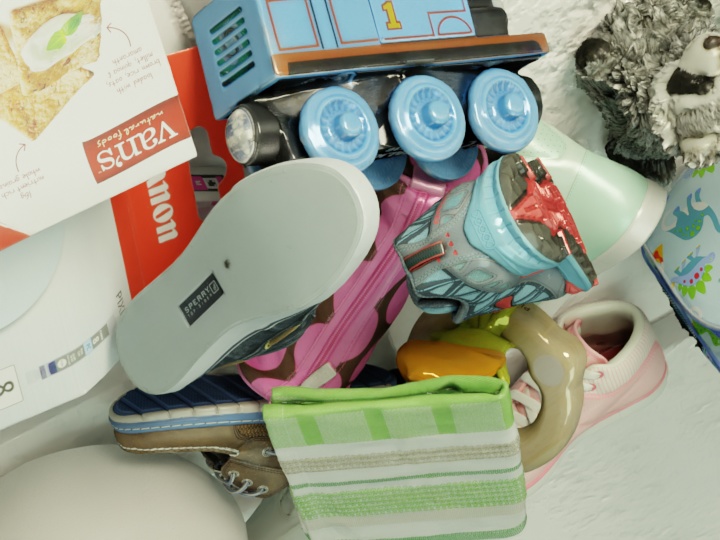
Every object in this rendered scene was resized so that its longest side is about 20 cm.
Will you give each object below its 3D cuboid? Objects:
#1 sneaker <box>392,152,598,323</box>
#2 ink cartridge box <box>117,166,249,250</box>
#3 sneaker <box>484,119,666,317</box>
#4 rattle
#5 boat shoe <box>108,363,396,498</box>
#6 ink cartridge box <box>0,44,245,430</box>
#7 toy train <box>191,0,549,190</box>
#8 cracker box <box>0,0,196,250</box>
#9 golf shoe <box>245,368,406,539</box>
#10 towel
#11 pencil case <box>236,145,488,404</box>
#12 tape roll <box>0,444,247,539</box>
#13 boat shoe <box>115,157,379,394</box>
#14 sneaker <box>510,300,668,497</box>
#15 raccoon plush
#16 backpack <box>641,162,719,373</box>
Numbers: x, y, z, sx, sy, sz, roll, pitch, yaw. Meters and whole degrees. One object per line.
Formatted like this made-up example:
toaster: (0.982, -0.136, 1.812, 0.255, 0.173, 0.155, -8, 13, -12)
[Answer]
sneaker: (0.069, -0.015, 0.975, 0.095, 0.080, 0.200, -25, 167, 13)
ink cartridge box: (-0.116, -0.015, 1.010, 0.198, 0.037, 0.095, -4, 135, -35)
sneaker: (0.096, -0.031, 1.129, 0.118, 0.074, 0.200, 33, 143, -9)
rattle: (0.056, 0.116, 1.119, 0.129, 0.143, 0.201, 29, 125, -2)
boat shoe: (-0.065, 0.107, 1.127, 0.198, 0.072, 0.073, -3, 104, -25)
ink cartridge box: (-0.143, -0.014, 0.922, 0.198, 0.047, 0.161, -22, 130, -18)
toy train: (0.011, -0.104, 0.925, 0.198, 0.116, 0.086, -10, 174, -34)
cracker box: (-0.165, -0.115, 0.781, 0.133, 0.058, 0.202, -27, 127, -16)
golf shoe: (-0.025, 0.143, 1.231, 0.200, 0.073, 0.092, -41, 135, -2)
towel: (0.026, 0.117, 1.075, 0.147, 0.031, 0.201, -5, 148, 5)
pencil case: (0.000, 0.000, 1.051, 0.090, 0.094, 0.201, 29, 119, -1)
tape roll: (-0.163, 0.231, 1.131, 0.200, 0.140, 0.204, -5, 130, -6)
boat shoe: (-0.042, -0.004, 0.912, 0.090, 0.071, 0.200, -19, 168, -48)
sneaker: (0.132, 0.091, 1.271, 0.199, 0.076, 0.105, -33, 146, -7)
raccoon plush: (0.210, -0.081, 1.073, 0.096, 0.135, 0.200, -33, 143, 2)
backpack: (0.293, 0.000, 1.171, 0.183, 0.201, 0.146, -45, 141, 20)
